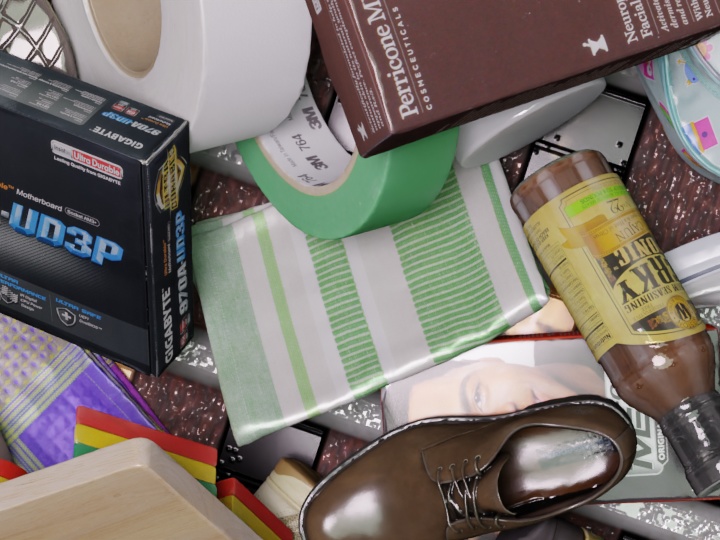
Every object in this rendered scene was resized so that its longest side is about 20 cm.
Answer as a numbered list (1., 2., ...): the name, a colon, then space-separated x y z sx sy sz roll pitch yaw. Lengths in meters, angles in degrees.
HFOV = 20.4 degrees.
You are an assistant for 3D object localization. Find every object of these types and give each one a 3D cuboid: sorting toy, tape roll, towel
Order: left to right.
1. towel: -0.201 0.108 1.225 0.143 0.023 0.200 -41 87 3
2. sorting toy: -0.147 0.154 1.110 0.199 0.199 0.070 -19 48 21
3. tape roll: -0.107 -0.167 1.126 0.070 0.202 0.204 -16 89 -28
4. tape roll: -0.019 -0.120 1.117 0.048 0.200 0.202 -16 89 -28
5. towel: 0.000 0.000 1.173 0.199 0.023 0.153 -22 58 5

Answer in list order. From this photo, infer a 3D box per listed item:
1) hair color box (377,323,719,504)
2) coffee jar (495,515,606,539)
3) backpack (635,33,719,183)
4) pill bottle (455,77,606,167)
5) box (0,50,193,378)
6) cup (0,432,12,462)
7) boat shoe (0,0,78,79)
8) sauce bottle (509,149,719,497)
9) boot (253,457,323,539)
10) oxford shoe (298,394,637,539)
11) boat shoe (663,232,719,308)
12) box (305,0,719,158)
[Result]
1. hair color box: 0.113 0.087 1.178 0.198 0.061 0.102 -4 91 6
2. coffee jar: 0.160 0.213 1.146 0.199 0.104 0.086 28 86 -1
3. backpack: 0.236 -0.145 1.125 0.175 0.153 0.201 -17 97 0
4. pill bottle: 0.054 -0.170 1.146 0.113 0.114 0.201 -28 82 4
5. box: -0.189 -0.042 1.140 0.199 0.046 0.160 22 134 20
6. cup: -0.317 0.151 1.161 0.199 0.143 0.202 1 97 12
7. boat shoe: -0.215 -0.150 1.200 0.074 0.073 0.201 -18 93 0
8. sauce bottle: 0.156 0.029 1.114 0.064 0.065 0.201 -31 76 4
9. boot: -0.020 0.231 1.182 0.200 0.073 0.156 42 92 10
10. oxford shoe: 0.056 0.117 1.112 0.199 0.084 0.073 -20 92 7
11. boat shoe: 0.254 0.004 1.157 0.199 0.074 0.067 -15 80 4
12. box: 0.080 -0.137 1.001 0.199 0.075 0.101 -20 88 -13
